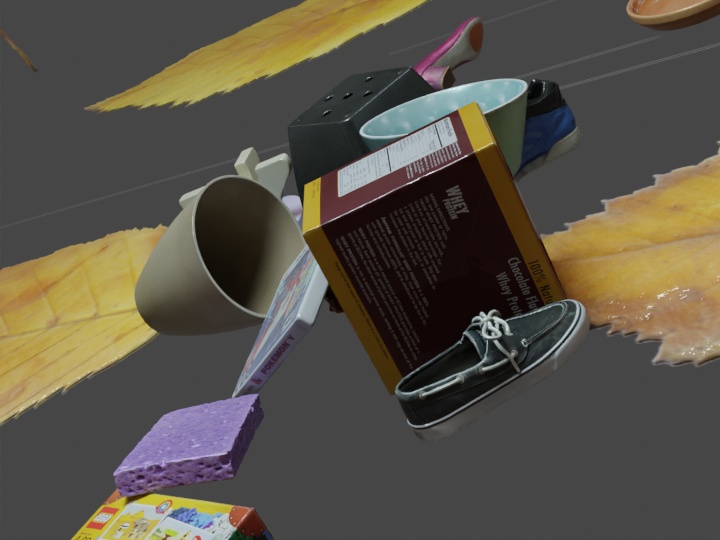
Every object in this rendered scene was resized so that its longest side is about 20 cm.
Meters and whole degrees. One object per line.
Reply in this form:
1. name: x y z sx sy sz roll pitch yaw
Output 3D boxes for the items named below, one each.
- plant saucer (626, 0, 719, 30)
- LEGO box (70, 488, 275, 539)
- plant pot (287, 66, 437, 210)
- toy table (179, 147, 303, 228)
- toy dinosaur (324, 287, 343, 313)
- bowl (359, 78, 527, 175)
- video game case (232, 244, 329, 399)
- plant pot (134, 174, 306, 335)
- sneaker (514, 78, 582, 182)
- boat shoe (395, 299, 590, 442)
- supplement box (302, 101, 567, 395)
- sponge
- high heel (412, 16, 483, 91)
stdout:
1. plant saucer: 0.488 -0.404 1.567 0.198 0.038 0.201 -23 25 11
2. LEGO box: -0.180 0.273 0.921 0.199 0.078 0.149 -5 34 43
3. plant pot: 0.023 -0.155 1.421 0.200 0.179 0.199 -41 27 -28
4. toy table: -0.160 -0.089 1.571 0.182 0.118 0.201 -24 25 11
5. toy dinosaur: 0.000 0.000 1.271 0.136 0.102 0.201 -50 29 25
6. bowl: 0.107 -0.140 1.247 0.199 0.106 0.201 -15 19 6
7. video game case: -0.072 0.030 1.202 0.182 0.023 0.201 -50 15 45
8. plant pot: -0.196 0.005 1.379 0.199 0.188 0.188 -27 19 39
9. sneaker: 0.175 -0.163 1.345 0.199 0.112 0.077 -32 24 -6
10. boat shoe: 0.120 0.074 0.990 0.198 0.068 0.074 -31 24 -4
11. supplement box: 0.074 -0.023 1.074 0.198 0.198 0.133 -25 23 10
12. sponge: -0.163 0.170 1.067 0.110 0.030 0.200 -12 8 5
13. high heel: 0.141 -0.368 1.848 0.095 0.068 0.201 4 52 35
